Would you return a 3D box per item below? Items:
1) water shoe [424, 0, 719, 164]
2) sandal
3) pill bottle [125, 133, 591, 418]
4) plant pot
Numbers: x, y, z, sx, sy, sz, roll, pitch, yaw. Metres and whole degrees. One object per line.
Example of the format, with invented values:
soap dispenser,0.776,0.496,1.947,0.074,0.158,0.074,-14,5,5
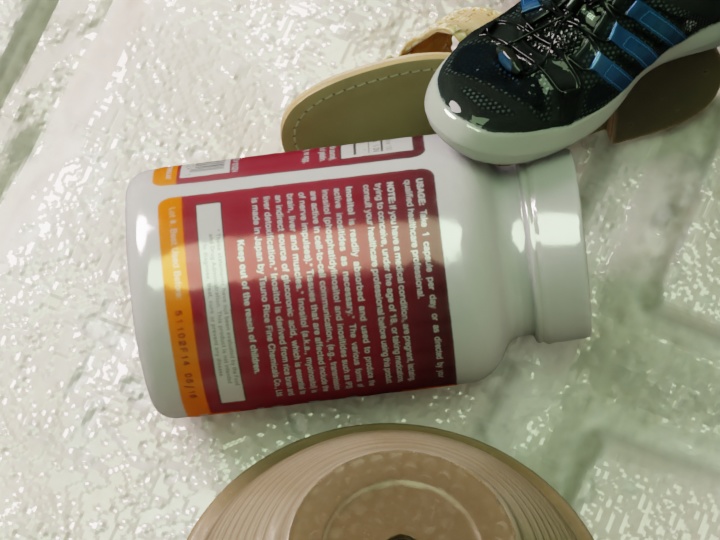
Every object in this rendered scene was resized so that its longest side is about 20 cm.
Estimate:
water shoe,0.107,-0.121,1.193,0.199,0.079,0.071,-32,57,-28
sandal,0.060,-0.091,1.272,0.210,0.078,0.070,-11,38,-7
pill bottle,0.000,0.000,1.205,0.198,0.113,0.114,-7,70,2
plant pot,0.015,0.140,1.141,0.199,0.093,0.202,1,56,-2
